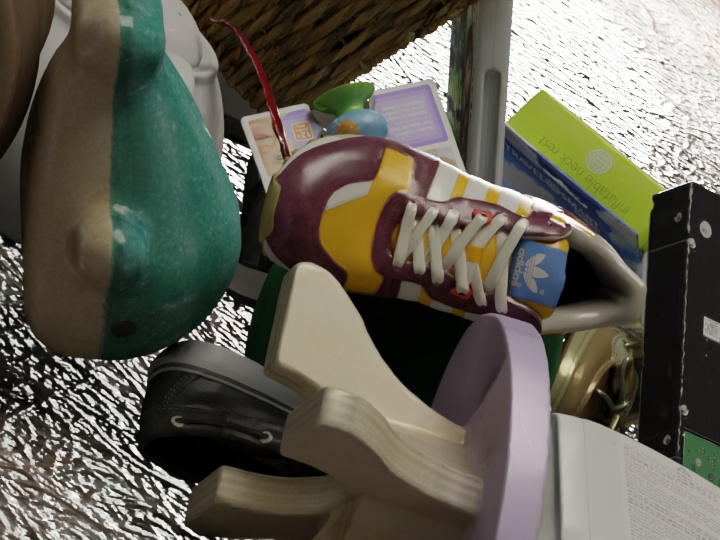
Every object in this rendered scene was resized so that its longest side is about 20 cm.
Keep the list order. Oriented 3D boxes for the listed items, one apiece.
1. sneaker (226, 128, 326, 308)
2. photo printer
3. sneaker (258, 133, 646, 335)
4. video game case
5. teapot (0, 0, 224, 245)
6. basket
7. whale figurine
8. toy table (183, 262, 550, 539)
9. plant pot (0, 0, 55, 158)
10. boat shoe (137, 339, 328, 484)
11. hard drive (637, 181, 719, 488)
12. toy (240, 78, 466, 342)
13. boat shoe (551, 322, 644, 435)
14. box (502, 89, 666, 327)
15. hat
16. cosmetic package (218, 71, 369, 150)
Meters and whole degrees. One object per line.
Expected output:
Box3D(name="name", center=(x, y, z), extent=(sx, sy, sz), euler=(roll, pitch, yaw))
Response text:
Box3D(name="sneaker", center=(-0.029, -0.046, 1.696), extent=(0.066, 0.091, 0.200), euler=(13, 19, 5))
Box3D(name="photo printer", center=(0.149, 0.154, 1.527), extent=(0.166, 0.070, 0.200), euler=(29, 18, -8))
Box3D(name="sneaker", center=(0.046, -0.013, 1.379), extent=(0.200, 0.075, 0.090), euler=(9, 8, -43))
Box3D(name="video game case", center=(0.067, -0.087, 1.795), extent=(0.023, 0.183, 0.200), euler=(3, 10, -2))
Box3D(name="teapot", center=(-0.144, -0.103, 1.583), extent=(0.200, 0.146, 0.197), euler=(40, 20, 16))
Box3D(name="basket", center=(-0.017, -0.209, 1.700), extent=(0.143, 0.200, 0.149), euler=(47, 20, -33))
Box3D(name="whale figurine", center=(-0.102, -0.051, 1.384), extent=(0.103, 0.200, 0.159), euler=(3, 38, -10))
Box3D(name="toy table", center=(0.004, 0.101, 1.313), extent=(0.117, 0.184, 0.201), euler=(17, 56, -16))
Box3D(name="plant pot", center=(-0.225, -0.125, 1.420), extent=(0.200, 0.201, 0.175), euler=(35, 20, 6))
Box3D(name="boat shoe", center=(-0.016, 0.101, 1.427), extent=(0.200, 0.069, 0.057), euler=(26, 51, -10))
Box3D(name="hard drive", center=(0.220, 0.064, 1.745), extent=(0.139, 0.038, 0.201), euler=(24, 59, -36))
Box3D(name="toy", center=(0.022, -0.011, 1.584), extent=(0.115, 0.047, 0.201), euler=(-12, 68, -20))
Box3D(name="boat shoe", center=(0.146, 0.065, 1.751), extent=(0.063, 0.073, 0.200), euler=(34, 18, 11))
Box3D(name="box", center=(0.142, -0.029, 1.861), extent=(0.122, 0.048, 0.200), euler=(41, -15, 20))
Box3D(name="hat", center=(0.000, 0.000, 1.544), extent=(0.165, 0.201, 0.176), euler=(9, 14, -22))
Box3D(name="cosmetic package", center=(-0.053, -0.097, 1.822), extent=(0.200, 0.051, 0.083), euler=(25, -6, -22))
